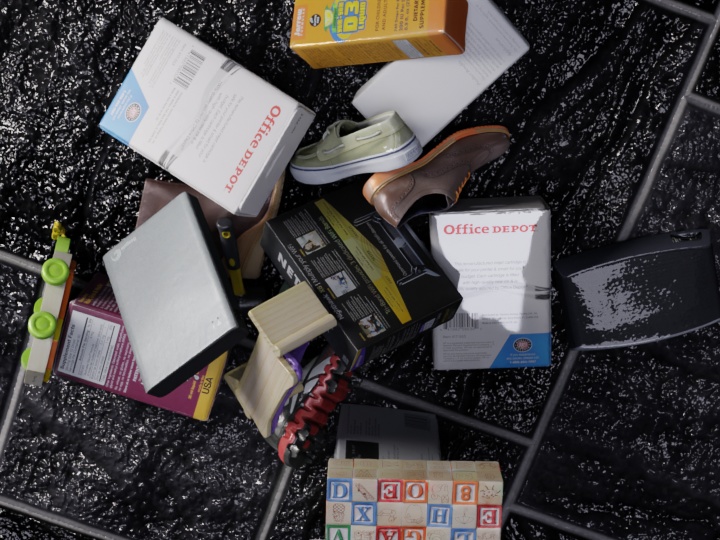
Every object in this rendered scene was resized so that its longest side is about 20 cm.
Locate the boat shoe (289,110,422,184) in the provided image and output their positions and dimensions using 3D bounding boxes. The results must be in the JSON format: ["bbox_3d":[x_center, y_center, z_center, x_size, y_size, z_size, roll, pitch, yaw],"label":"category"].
[{"bbox_3d":[-0.012,-0.149,1.496,0.199,0.072,0.062,-7,118,43],"label":"boat shoe"}]

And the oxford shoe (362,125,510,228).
[{"bbox_3d":[0.104,-0.109,1.511,0.199,0.071,0.073,-27,65,-16],"label":"oxford shoe"}]

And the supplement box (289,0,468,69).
[{"bbox_3d":[0.020,-0.280,1.452,0.199,0.069,0.067,-2,77,28],"label":"supplement box"}]

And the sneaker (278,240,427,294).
[{"bbox_3d":[-0.008,0.023,1.557,0.199,0.118,0.074,-21,103,6],"label":"sneaker"}]

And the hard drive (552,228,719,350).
[{"bbox_3d":[0.351,0.030,1.587,0.199,0.042,0.136,-12,105,5],"label":"hard drive"}]

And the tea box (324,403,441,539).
[{"bbox_3d":[0.025,0.301,1.593,0.133,0.200,0.198,7,107,-1],"label":"tea box"}]

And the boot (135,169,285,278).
[{"bbox_3d":[-0.183,-0.089,1.552,0.165,0.072,0.201,15,110,-6],"label":"boot"}]

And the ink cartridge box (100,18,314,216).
[{"bbox_3d":[-0.177,-0.175,1.477,0.199,0.086,0.147,33,95,10],"label":"ink cartridge box"}]

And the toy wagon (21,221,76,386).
[{"bbox_3d":[-0.379,0.037,1.556,0.039,0.155,0.201,14,66,-13],"label":"toy wagon"}]

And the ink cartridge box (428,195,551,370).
[{"bbox_3d":[0.159,0.015,1.567,0.145,0.086,0.201,-2,105,2],"label":"ink cartridge box"}]

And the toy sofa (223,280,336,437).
[{"bbox_3d":[-0.088,0.108,1.479,0.083,0.200,0.098,-28,72,-27],"label":"toy sofa"}]

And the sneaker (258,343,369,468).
[{"bbox_3d":[-0.063,0.146,1.614,0.098,0.071,0.201,29,84,33],"label":"sneaker"}]

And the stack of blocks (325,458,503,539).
[{"bbox_3d":[0.060,0.281,1.452,0.199,0.059,0.116,2,104,0],"label":"stack of blocks"}]

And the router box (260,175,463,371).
[{"bbox_3d":[0.000,0.000,1.496,0.157,0.052,0.200,-24,66,-27],"label":"router box"}]

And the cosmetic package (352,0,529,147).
[{"bbox_3d":[0.094,-0.236,1.505,0.200,0.074,0.102,-41,101,14],"label":"cosmetic package"}]

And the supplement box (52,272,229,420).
[{"bbox_3d":[-0.262,0.093,1.578,0.199,0.131,0.104,18,107,-2],"label":"supplement box"}]

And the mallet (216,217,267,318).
[{"bbox_3d":[-0.142,-0.001,1.527,0.065,0.041,0.200,1,148,-6],"label":"mallet"}]

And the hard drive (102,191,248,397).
[{"bbox_3d":[-0.217,0.026,1.468,0.139,0.201,0.033,-36,146,18],"label":"hard drive"}]
